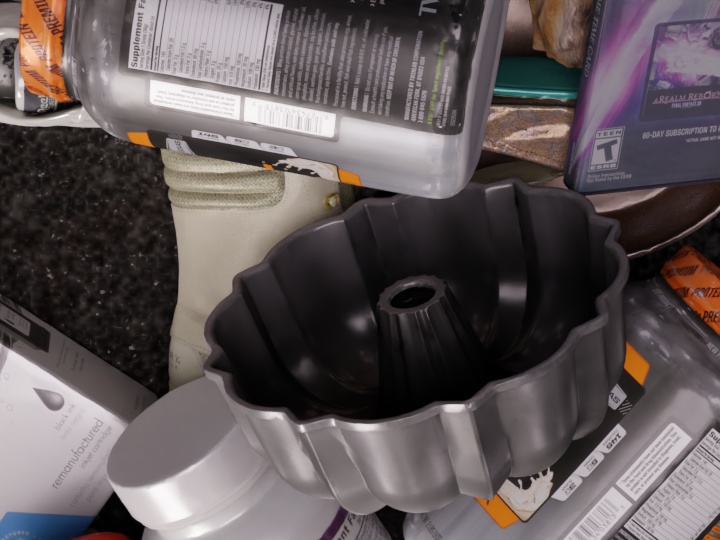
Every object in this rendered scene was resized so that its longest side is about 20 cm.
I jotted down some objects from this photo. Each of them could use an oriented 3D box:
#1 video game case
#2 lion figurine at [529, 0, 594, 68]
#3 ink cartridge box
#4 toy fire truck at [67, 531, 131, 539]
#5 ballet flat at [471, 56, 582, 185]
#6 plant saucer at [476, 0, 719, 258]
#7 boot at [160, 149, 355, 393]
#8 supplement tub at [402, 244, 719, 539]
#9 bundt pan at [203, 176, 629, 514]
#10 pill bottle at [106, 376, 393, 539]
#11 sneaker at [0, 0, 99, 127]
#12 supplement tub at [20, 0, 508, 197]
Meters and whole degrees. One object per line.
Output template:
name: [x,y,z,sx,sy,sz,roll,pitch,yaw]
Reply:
video game case: [0.175,-0.129,1.321,0.142,0.019,0.200,-6,126,-20]
lion figurine: [0.178,-0.158,1.347,0.199,0.073,0.123,-3,115,-5]
ink cartridge box: [-0.217,0.065,1.441,0.200,0.067,0.116,33,104,-10]
toy fire truck: [-0.154,0.221,1.434,0.168,0.200,0.112,-27,71,12]
ballet flat: [0.036,-0.074,1.373,0.199,0.068,0.067,10,122,-1]
plant saucer: [0.111,-0.103,1.414,0.200,0.034,0.201,0,107,-1]
boot: [0.000,0.000,1.425,0.199,0.072,0.155,-2,104,0]
supplement tub: [0.126,0.092,1.379,0.122,0.123,0.200,40,97,-11]
bundt pan: [0.033,0.041,1.308,0.201,0.202,0.076,-15,119,4]
pill bottle: [-0.038,0.151,1.397,0.112,0.112,0.200,-30,115,8]
sneaker: [-0.118,-0.096,1.389,0.199,0.081,0.077,-2,105,-2]
supplement tub: [-0.041,-0.107,1.250,0.199,0.123,0.123,11,106,7]
